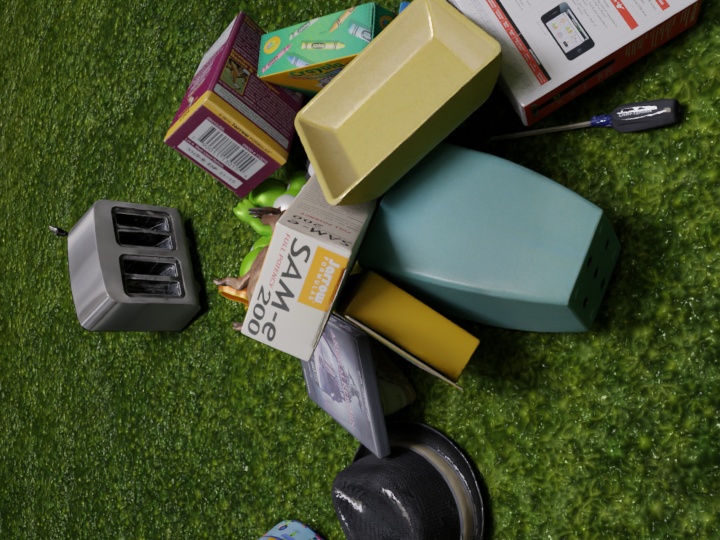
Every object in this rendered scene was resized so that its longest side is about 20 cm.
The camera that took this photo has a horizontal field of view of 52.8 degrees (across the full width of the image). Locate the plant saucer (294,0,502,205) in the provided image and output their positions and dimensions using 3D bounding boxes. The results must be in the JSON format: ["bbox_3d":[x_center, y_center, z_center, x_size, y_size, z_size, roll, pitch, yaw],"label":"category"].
[{"bbox_3d":[0.036,-0.163,0.706,0.200,0.048,0.200,-42,35,13],"label":"plant saucer"}]

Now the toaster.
[{"bbox_3d":[-0.360,-0.005,1.135,0.118,0.199,0.182,-36,61,40],"label":"toaster"}]

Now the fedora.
[{"bbox_3d":[0.036,0.262,0.798,0.200,0.091,0.202,-7,80,42],"label":"fedora"}]

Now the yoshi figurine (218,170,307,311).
[{"bbox_3d":[-0.125,-0.044,0.975,0.112,0.111,0.201,143,149,-70],"label":"yoshi figurine"}]

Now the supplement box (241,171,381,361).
[{"bbox_3d":[-0.039,-0.024,0.716,0.073,0.200,0.127,23,120,1],"label":"supplement box"}]

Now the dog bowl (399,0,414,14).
[{"bbox_3d":[0.109,-0.327,0.796,0.111,0.049,0.202,3,79,39],"label":"dog bowl"}]

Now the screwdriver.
[{"bbox_3d":[0.214,-0.148,0.721,0.199,0.028,0.029,5,117,40],"label":"screwdriver"}]

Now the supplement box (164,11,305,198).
[{"bbox_3d":[-0.157,-0.221,0.961,0.103,0.131,0.201,-31,35,37],"label":"supplement box"}]

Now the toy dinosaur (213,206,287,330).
[{"bbox_3d":[-0.098,-0.006,0.839,0.136,0.085,0.200,-62,29,17],"label":"toy dinosaur"}]

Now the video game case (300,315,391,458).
[{"bbox_3d":[-0.030,0.117,0.852,0.200,0.019,0.144,23,128,61],"label":"video game case"}]

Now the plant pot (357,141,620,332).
[{"bbox_3d":[0.132,-0.022,0.696,0.199,0.141,0.142,19,80,35],"label":"plant pot"}]

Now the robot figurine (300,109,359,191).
[{"bbox_3d":[0.004,-0.122,0.851,0.150,0.124,0.201,-95,30,-71],"label":"robot figurine"}]

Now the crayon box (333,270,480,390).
[{"bbox_3d":[0.040,0.055,0.728,0.052,0.125,0.200,-58,5,-4],"label":"crayon box"}]

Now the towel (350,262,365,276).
[{"bbox_3d":[0.000,0.000,0.874,0.199,0.086,0.018,-12,102,42],"label":"towel"}]

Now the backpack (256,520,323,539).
[{"bbox_3d":[-0.107,0.423,0.890,0.182,0.134,0.201,26,100,41],"label":"backpack"}]

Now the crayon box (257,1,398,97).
[{"bbox_3d":[-0.019,-0.264,0.896,0.199,0.118,0.059,3,87,44],"label":"crayon box"}]

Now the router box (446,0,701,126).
[{"bbox_3d":[0.185,-0.269,0.688,0.179,0.049,0.201,-30,72,10],"label":"router box"}]

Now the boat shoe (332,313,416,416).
[{"bbox_3d":[-0.006,0.097,0.889,0.200,0.062,0.074,57,151,33],"label":"boat shoe"}]
